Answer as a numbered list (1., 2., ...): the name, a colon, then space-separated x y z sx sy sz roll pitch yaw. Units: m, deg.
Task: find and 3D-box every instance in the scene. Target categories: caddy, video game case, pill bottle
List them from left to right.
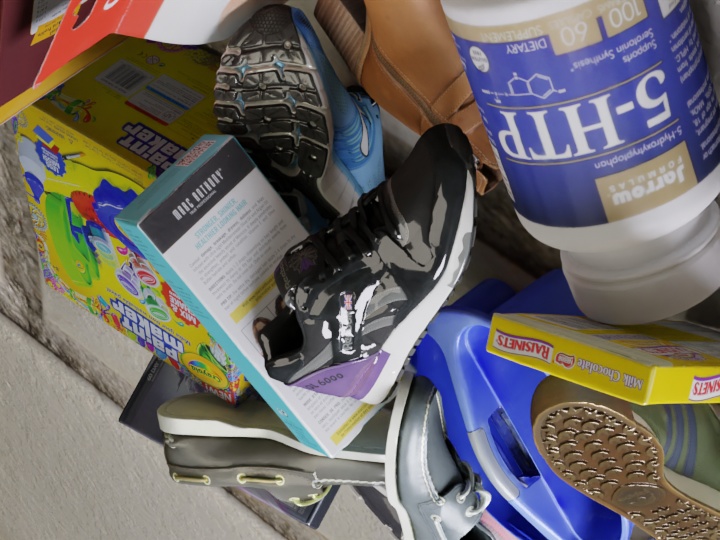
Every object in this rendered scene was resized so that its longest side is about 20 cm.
1. video game case: -0.076 0.089 1.302 0.199 0.143 0.019 23 171 33
2. caddy: 0.110 0.096 1.111 0.141 0.105 0.201 -10 115 52
3. pill bottle: 0.126 -0.079 0.906 0.119 0.120 0.201 7 129 46

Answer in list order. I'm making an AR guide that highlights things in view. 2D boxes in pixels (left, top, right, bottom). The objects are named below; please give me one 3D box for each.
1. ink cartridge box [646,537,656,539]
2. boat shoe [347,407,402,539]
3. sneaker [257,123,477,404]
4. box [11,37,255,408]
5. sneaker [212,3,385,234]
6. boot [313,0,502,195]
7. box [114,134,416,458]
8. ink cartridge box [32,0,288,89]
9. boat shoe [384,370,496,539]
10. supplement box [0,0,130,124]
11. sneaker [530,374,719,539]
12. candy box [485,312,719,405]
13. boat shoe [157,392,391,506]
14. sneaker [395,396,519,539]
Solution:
1. ink cartridge box: 0.228 0.288 1.186 0.200 0.087 0.145 49 147 3
2. boat shoe: 0.058 0.185 1.293 0.200 0.074 0.060 41 157 0
3. sneaker: 0.000 0.000 0.998 0.076 0.087 0.201 -106 32 -47
4. box: -0.127 -0.045 1.234 0.199 0.122 0.193 29 143 28
5. sneaker: -0.031 -0.094 1.093 0.078 0.090 0.200 9 143 23
6. boot: 0.050 -0.133 0.972 0.155 0.077 0.200 49 151 8
7. box: -0.057 0.017 1.085 0.200 0.082 0.049 52 163 -20
8. ink cartridge box: -0.081 -0.173 0.979 0.050 0.200 0.162 47 147 2
9. boat shoe: 0.056 0.138 1.103 0.061 0.073 0.201 6 135 16
10. supplement box: -0.189 -0.233 1.047 0.133 0.197 0.200 41 145 12
11. sneaker: 0.159 0.087 1.012 0.067 0.090 0.200 -21 139 30
12. candy box: 0.166 0.048 0.941 0.102 0.199 0.027 20 100 39
13. boat shoe: -0.049 0.129 1.220 0.201 0.072 0.061 5 108 24
14. sneaker: 0.060 0.136 1.214 0.075 0.105 0.201 -13 112 56
